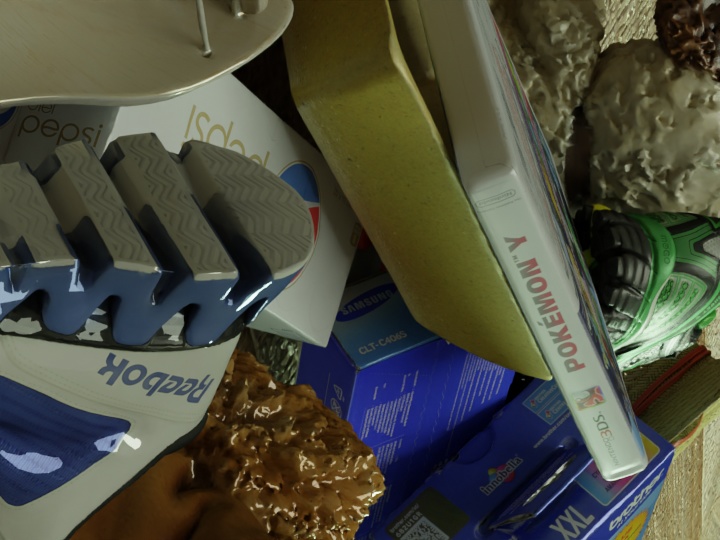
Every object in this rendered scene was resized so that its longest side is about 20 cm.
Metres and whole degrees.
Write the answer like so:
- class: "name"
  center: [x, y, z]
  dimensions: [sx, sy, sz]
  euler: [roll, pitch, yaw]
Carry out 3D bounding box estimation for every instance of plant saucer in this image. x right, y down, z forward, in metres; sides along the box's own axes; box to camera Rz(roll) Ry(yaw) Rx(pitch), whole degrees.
- class: "plant saucer"
  center: [0.011, -0.077, 0.737]
  dimensions: [0.200, 0.048, 0.200]
  euler: [61, 13, -46]

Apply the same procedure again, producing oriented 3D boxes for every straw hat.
- class: "straw hat"
  center: [0.149, 0.067, 1.020]
  dimensions: [0.201, 0.085, 0.201]
  euler: [-38, 166, -11]

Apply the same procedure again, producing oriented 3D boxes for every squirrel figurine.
- class: "squirrel figurine"
  center: [-0.063, 0.086, 0.602]
  dimensions: [0.200, 0.187, 0.142]
  euler: [-49, 146, -46]

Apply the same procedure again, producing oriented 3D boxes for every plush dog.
- class: "plush dog"
  center: [0.116, -0.077, 0.924]
  dimensions: [0.160, 0.172, 0.200]
  euler: [-51, 146, -47]

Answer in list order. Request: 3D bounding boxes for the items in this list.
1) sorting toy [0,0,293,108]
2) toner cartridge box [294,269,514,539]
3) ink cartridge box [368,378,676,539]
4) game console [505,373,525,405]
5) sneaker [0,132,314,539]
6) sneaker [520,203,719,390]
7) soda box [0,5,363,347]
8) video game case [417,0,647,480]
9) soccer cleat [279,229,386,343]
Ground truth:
- class: "sorting toy"
  center: [-0.116, -0.115, 0.486]
  dimensions: [0.180, 0.107, 0.200]
  euler: [-47, 148, -33]
- class: "toner cartridge box"
  center: [0.015, 0.076, 0.847]
  dimensions: [0.095, 0.043, 0.200]
  euler: [-22, 146, -26]
- class: "ink cartridge box"
  center: [0.069, 0.135, 0.860]
  dimensions: [0.136, 0.076, 0.200]
  euler: [-40, 154, -27]
- class: "game console"
  center: [0.041, 0.087, 1.058]
  dimensions: [0.176, 0.116, 0.200]
  euler: [57, 44, -21]
- class: "sneaker"
  center: [-0.115, 0.028, 0.479]
  dimensions: [0.199, 0.081, 0.115]
  euler: [1, 125, -27]
- class: "sneaker"
  center: [0.128, 0.026, 0.899]
  dimensions: [0.200, 0.085, 0.078]
  euler: [127, -39, -70]
- class: "soda box"
  center: [-0.066, -0.032, 0.672]
  dimensions: [0.200, 0.064, 0.068]
  euler: [38, 68, -63]
- class: "video game case"
  center: [0.062, -0.042, 0.746]
  dimensions: [0.200, 0.023, 0.182]
  euler: [-101, 167, -46]
- class: "soccer cleat"
  center: [0.000, 0.000, 0.860]
  dimensions: [0.200, 0.078, 0.069]
  euler: [11, 103, -47]
